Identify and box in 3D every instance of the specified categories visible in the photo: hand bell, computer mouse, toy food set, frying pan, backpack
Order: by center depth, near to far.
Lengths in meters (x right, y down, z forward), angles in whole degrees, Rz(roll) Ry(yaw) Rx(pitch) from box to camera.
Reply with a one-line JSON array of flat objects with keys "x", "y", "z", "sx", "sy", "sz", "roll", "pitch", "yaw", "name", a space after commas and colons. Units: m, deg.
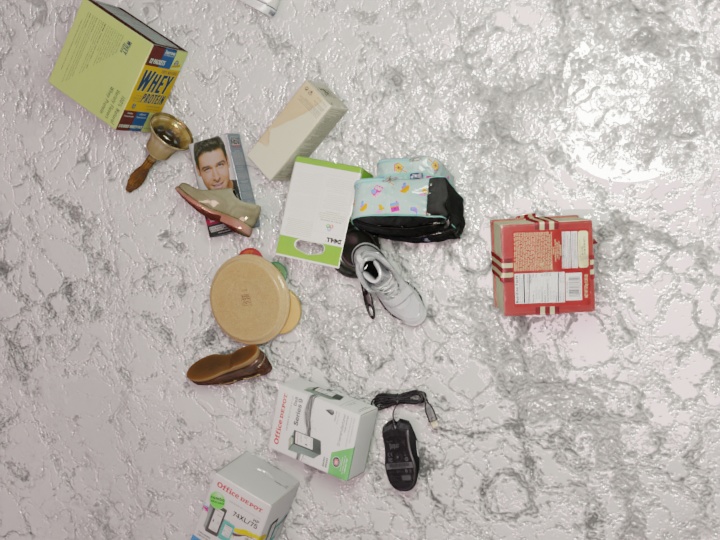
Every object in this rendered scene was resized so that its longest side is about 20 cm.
[{"x": 0.083, "y": -0.130, "z": 1.658, "sx": 0.198, "sy": 0.176, "sz": 0.155, "roll": -7, "pitch": 78, "yaw": 21, "name": "backpack"}, {"x": 0.012, "y": -0.012, "z": 1.775, "sx": 0.115, "sy": 0.031, "sz": 0.191, "roll": -39, "pitch": 85, "yaw": 20, "name": "frying pan"}, {"x": 0.105, "y": 0.336, "z": 1.777, "sx": 0.140, "sy": 0.046, "sz": 0.202, "roll": -18, "pitch": 79, "yaw": 31, "name": "computer mouse"}, {"x": -0.231, "y": 0.058, "z": 1.872, "sx": 0.199, "sy": 0.049, "sz": 0.199, "roll": -25, "pitch": 87, "yaw": 23, "name": "toy food set"}, {"x": -0.458, "y": -0.237, "z": 1.914, "sx": 0.104, "sy": 0.104, "sz": 0.200, "roll": 51, "pitch": 122, "yaw": 8, "name": "hand bell"}]

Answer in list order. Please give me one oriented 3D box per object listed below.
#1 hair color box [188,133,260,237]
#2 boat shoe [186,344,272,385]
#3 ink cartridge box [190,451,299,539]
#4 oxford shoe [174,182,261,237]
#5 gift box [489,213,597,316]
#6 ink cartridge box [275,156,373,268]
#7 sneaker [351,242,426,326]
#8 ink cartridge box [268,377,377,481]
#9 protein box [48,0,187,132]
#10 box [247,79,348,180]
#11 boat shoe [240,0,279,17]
[{"x": -0.286, "y": -0.179, "z": 1.856, "sx": 0.098, "sy": 0.061, "sz": 0.202, "roll": -12, "pitch": 92, "yaw": 22, "name": "hair color box"}, {"x": -0.283, "y": 0.218, "z": 1.904, "sx": 0.199, "sy": 0.071, "sz": 0.070, "roll": -14, "pitch": 132, "yaw": 28, "name": "boat shoe"}, {"x": -0.249, "y": 0.525, "z": 1.887, "sx": 0.146, "sy": 0.146, "sz": 0.201, "roll": 25, "pitch": 105, "yaw": 16, "name": "ink cartridge box"}, {"x": -0.289, "y": -0.139, "z": 1.805, "sx": 0.199, "sy": 0.071, "sz": 0.074, "roll": 28, "pitch": 82, "yaw": 16, "name": "oxford shoe"}, {"x": 0.333, "y": -0.006, "z": 1.572, "sx": 0.198, "sy": 0.187, "sz": 0.186, "roll": 2, "pitch": 96, "yaw": 2, "name": "gift box"}, {"x": -0.073, "y": -0.112, "z": 1.748, "sx": 0.147, "sy": 0.076, "sz": 0.202, "roll": 12, "pitch": 88, "yaw": 20, "name": "ink cartridge box"}, {"x": 0.054, "y": 0.035, "z": 1.703, "sx": 0.075, "sy": 0.115, "sz": 0.200, "roll": -40, "pitch": 94, "yaw": 7, "name": "sneaker"}, {"x": -0.080, "y": 0.325, "z": 1.815, "sx": 0.199, "sy": 0.084, "sz": 0.147, "roll": 16, "pitch": 102, "yaw": 27, "name": "ink cartridge box"}, {"x": -0.513, "y": -0.432, "z": 1.872, "sx": 0.199, "sy": 0.135, "sz": 0.199, "roll": 34, "pitch": 107, "yaw": 15, "name": "protein box"}, {"x": -0.126, "y": -0.276, "z": 1.763, "sx": 0.078, "sy": 0.095, "sz": 0.200, "roll": 47, "pitch": 109, "yaw": 11, "name": "box"}, {"x": -0.248, "y": -0.586, "z": 1.783, "sx": 0.199, "sy": 0.072, "sz": 0.066, "roll": 32, "pitch": 103, "yaw": 14, "name": "boat shoe"}]
